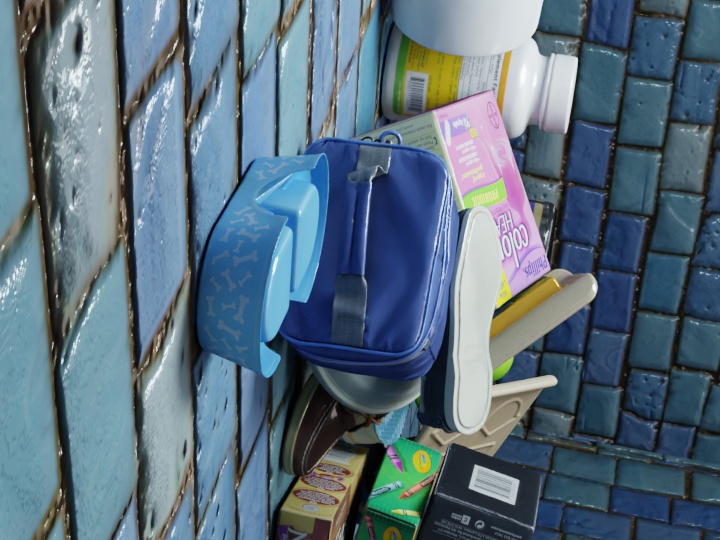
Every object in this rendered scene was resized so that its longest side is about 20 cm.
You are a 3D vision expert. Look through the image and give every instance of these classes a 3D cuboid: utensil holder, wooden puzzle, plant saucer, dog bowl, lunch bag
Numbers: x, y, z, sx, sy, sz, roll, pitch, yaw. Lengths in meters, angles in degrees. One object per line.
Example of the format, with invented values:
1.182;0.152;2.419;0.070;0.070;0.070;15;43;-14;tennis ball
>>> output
0.111;-0.338;1.605;0.171;0.168;0.201;-72;171;-46;utensil holder
0.099;0.178;1.761;0.184;0.046;0.200;-4;139;-50;wooden puzzle
0.030;0.030;1.470;0.199;0.050;0.202;-1;92;-44;plant saucer
-0.067;-0.010;1.135;0.200;0.049;0.112;-67;164;-58;dog bowl
0.009;-0.017;1.346;0.132;0.134;0.202;66;31;-77;lunch bag
0.141;0.053;1.611;0.037;0.184;0.200;55;1;-3;wooden puzzle

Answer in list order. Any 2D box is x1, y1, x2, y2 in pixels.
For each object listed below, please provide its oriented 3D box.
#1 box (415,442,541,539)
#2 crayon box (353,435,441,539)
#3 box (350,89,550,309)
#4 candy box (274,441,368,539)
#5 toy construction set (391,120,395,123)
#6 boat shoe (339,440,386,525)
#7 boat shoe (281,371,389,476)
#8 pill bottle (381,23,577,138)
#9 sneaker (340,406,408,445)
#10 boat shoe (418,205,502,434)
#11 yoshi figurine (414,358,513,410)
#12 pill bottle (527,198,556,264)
0.101;0.303;1.654;0.148;0.106;0.202;-56;164;-74;box
0.021;0.285;1.665;0.119;0.058;0.201;-64;172;-56;crayon box
0.094;-0.064;1.631;0.176;0.096;0.202;-27;100;-63;box
-0.042;0.254;1.593;0.200;0.056;0.118;-57;157;-74;candy box
0.089;-0.176;1.883;0.201;0.091;0.132;-65;178;-46;toy construction set
0.013;0.223;1.804;0.069;0.084;0.201;-42;156;-24;boat shoe
-0.002;0.112;1.516;0.201;0.072;0.072;-56;157;-25;boat shoe
0.129;-0.203;1.745;0.111;0.198;0.112;10;90;-82;pill bottle
0.020;0.095;1.699;0.077;0.080;0.201;66;36;-34;sneaker
0.084;0.043;1.444;0.075;0.061;0.202;-6;99;-47;boat shoe
0.088;0.109;1.804;0.112;0.199;0.113;27;38;-51;yoshi figurine
0.127;-0.041;1.925;0.112;0.198;0.113;10;90;-81;pill bottle
